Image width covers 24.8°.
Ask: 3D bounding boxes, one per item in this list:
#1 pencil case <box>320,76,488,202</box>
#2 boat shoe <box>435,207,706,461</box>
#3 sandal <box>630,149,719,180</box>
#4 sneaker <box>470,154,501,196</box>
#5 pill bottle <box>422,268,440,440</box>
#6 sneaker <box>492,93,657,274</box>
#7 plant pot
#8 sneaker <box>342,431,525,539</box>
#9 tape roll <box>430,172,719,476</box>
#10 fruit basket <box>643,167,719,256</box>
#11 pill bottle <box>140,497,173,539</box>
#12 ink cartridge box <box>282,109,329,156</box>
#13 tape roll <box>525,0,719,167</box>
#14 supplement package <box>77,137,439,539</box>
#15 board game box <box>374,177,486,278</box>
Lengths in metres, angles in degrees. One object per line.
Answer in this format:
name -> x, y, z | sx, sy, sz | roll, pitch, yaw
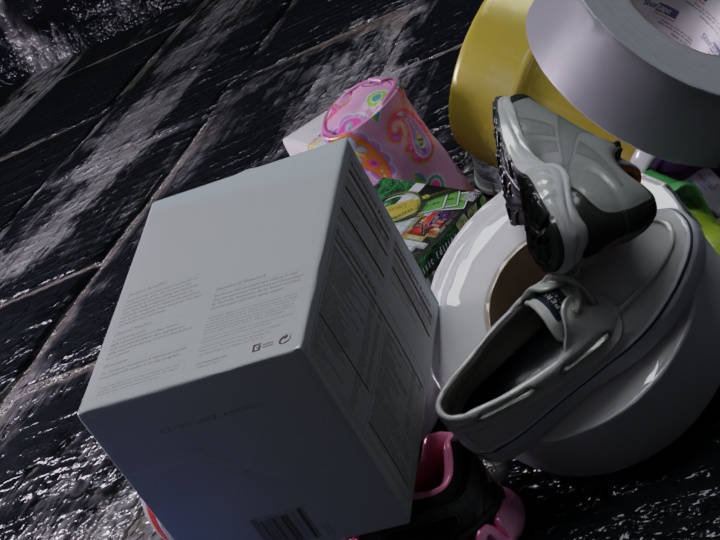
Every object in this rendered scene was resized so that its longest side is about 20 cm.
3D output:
pencil case -> 0.051, -0.074, 1.415 | 0.087, 0.200, 0.088 | -32, 26, 18
boat shoe -> 0.126, 0.032, 1.010 | 0.200, 0.066, 0.072 | -42, 48, 9
sandal -> 0.285, -0.084, 1.273 | 0.202, 0.050, 0.083 | -10, -35, -39
sneaker -> 0.142, -0.121, 1.520 | 0.075, 0.116, 0.200 | -36, 21, -18
pill bottle -> 0.028, 0.037, 1.281 | 0.110, 0.111, 0.201 | -18, 31, 29
sneaker -> 0.131, -0.060, 1.043 | 0.079, 0.074, 0.200 | -14, 28, -3
plant pot -> 0.204, -0.148, 1.364 | 0.188, 0.202, 0.201 | 32, 56, 26
sneaker -> 0.009, 0.178, 1.032 | 0.200, 0.096, 0.079 | -39, 24, -21
tape roll -> 0.144, 0.030, 1.090 | 0.201, 0.071, 0.204 | -18, 56, 27
fruit basket -> 0.214, 0.025, 1.154 | 0.185, 0.094, 0.200 | -35, 40, 3
pill bottle -> -0.068, 0.159, 1.152 | 0.112, 0.113, 0.199 | -39, 23, -25
ink cartridge box -> 0.005, -0.088, 1.625 | 0.067, 0.118, 0.200 | -32, 20, -14
tape roll -> 0.224, -0.168, 1.208 | 0.066, 0.199, 0.201 | -61, -2, 38
supplement package -> -0.054, 0.052, 1.025 | 0.151, 0.151, 0.201 | -17, 35, 22
board game box -> 0.000, 0.000, 1.228 | 0.104, 0.024, 0.200 | 8, 43, 41
